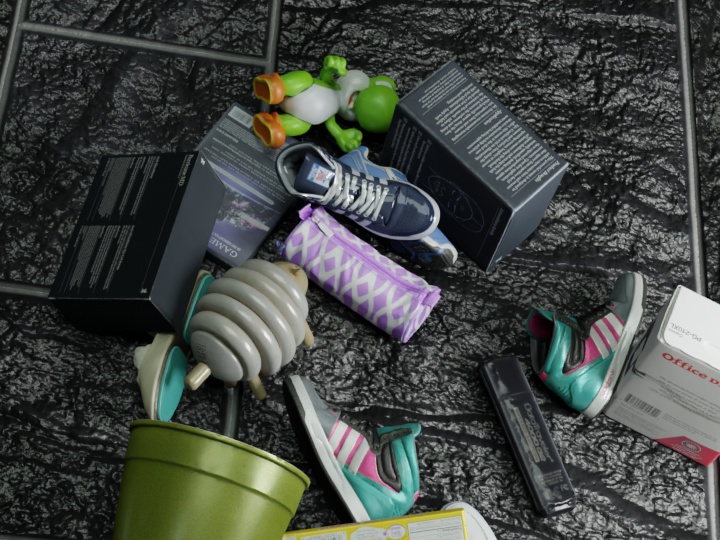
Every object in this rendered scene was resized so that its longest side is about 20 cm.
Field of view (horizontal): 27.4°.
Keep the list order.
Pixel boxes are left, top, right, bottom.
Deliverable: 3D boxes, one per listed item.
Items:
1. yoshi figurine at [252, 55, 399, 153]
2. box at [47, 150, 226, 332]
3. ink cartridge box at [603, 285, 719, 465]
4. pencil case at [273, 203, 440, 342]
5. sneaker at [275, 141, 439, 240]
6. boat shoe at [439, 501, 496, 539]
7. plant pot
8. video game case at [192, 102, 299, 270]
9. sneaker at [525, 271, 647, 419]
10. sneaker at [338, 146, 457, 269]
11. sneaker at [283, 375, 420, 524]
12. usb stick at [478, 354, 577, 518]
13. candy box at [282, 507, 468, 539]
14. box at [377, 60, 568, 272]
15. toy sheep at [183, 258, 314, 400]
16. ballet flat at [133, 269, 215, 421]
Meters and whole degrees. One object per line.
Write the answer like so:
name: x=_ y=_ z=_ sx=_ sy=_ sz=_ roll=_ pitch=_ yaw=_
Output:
yoshi figurine: x=-0.029 y=-0.206 z=1.850 sx=0.198 sy=0.112 sz=0.113 roll=-11 pitch=72 yaw=-30
box: x=-0.252 y=-0.034 z=1.695 sx=0.140 sy=0.079 sz=0.202 roll=-1 pitch=57 yaw=28
ink cartridge box: x=0.382 y=0.123 z=1.693 sx=0.144 sy=0.201 sz=0.085 roll=26 pitch=59 yaw=4
pencil case: x=0.000 y=0.000 z=1.755 sx=0.199 sy=0.086 sz=0.084 roll=34 pitch=48 yaw=7
sneaker: x=-0.009 y=-0.093 z=1.725 sx=0.198 sy=0.108 sz=0.071 roll=23 pitch=91 yaw=21
boat shoe: x=0.138 y=0.338 z=1.604 sx=0.073 sy=0.067 sz=0.202 roll=-12 pitch=64 yaw=-17
plant pot: x=-0.174 y=0.281 z=1.520 sx=0.198 sy=0.201 sz=0.195 roll=18 pitch=72 yaw=-1
video game case: x=-0.153 y=-0.103 z=1.822 sx=0.142 sy=0.019 sz=0.201 roll=32 pitch=61 yaw=8
sneaker: x=0.262 y=0.066 z=1.775 sx=0.120 sy=0.084 sz=0.201 roll=29 pitch=61 yaw=-5
sneaker: x=0.044 y=-0.079 z=1.813 sx=0.200 sy=0.076 sz=0.077 roll=39 pitch=66 yaw=10
sneaker: x=0.004 y=0.188 z=1.642 sx=0.120 sy=0.084 sz=0.201 roll=-25 pitch=76 yaw=-17
usb stick: x=0.193 y=0.189 z=1.719 sx=0.055 sy=0.033 sz=0.202 roll=-10 pitch=63 yaw=-24
candy box: x=0.020 y=0.315 z=1.563 sx=0.198 sy=0.026 sz=0.103 roll=-8 pitch=92 yaw=4
box: x=0.134 y=-0.127 z=1.815 sx=0.107 sy=0.149 sz=0.200 roll=-39 pitch=75 yaw=-26
toy sheep: x=-0.126 y=0.065 z=1.663 sx=0.137 sy=0.138 sz=0.200 roll=33 pitch=58 yaw=8
ballet flat: x=-0.221 y=0.086 z=1.685 sx=0.069 sy=0.070 sz=0.201 roll=19 pitch=58 yaw=0
